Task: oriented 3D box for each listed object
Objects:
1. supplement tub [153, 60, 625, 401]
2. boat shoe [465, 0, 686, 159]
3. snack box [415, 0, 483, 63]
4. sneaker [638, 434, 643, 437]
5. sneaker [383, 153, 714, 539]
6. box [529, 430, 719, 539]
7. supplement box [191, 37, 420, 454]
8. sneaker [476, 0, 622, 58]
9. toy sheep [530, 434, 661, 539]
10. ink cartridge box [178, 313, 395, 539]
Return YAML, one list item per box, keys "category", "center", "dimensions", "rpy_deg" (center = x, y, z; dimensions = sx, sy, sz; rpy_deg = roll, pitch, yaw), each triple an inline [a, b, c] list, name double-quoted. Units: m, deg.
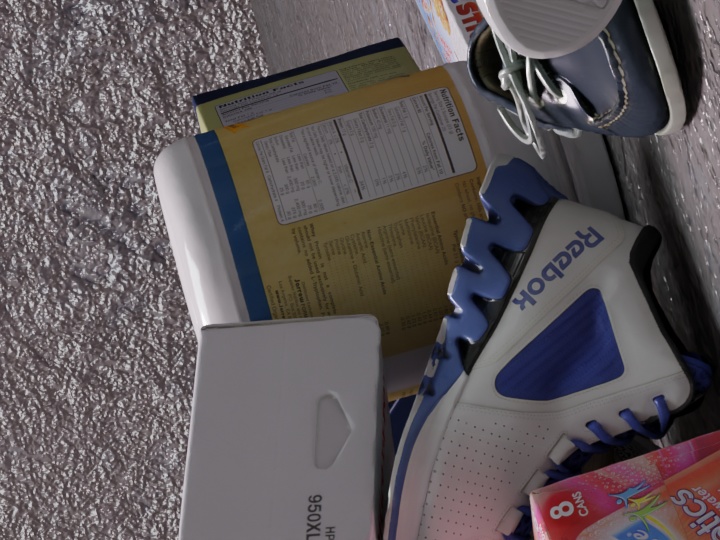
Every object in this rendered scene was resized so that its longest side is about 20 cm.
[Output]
- category: "supplement tub"
  center: [0.015, -0.014, 1.346]
  dimensions: [0.145, 0.199, 0.146]
  rpy_deg: [164, 90, -85]
- category: "boat shoe"
  center: [0.081, -0.087, 1.149]
  dimensions: [0.200, 0.061, 0.075]
  rpy_deg: [-129, 26, -78]
- category: "snack box"
  center: [0.054, -0.134, 1.567]
  dimensions: [0.201, 0.024, 0.072]
  rpy_deg: [-111, 6, -49]
- category: "sneaker"
  center: [0.095, 0.105, 1.437]
  dimensions: [0.079, 0.095, 0.201]
  rpy_deg: [-166, 60, -86]
- category: "sneaker"
  center: [0.083, 0.060, 1.191]
  dimensions: [0.081, 0.114, 0.201]
  rpy_deg: [26, -101, -78]
- category: "box"
  center: [0.134, 0.172, 1.189]
  dimensions: [0.201, 0.094, 0.103]
  rpy_deg: [79, 173, -50]
- category: "supplement box"
  center: [0.000, 0.000, 1.675]
  dimensions: [0.200, 0.133, 0.201]
  rpy_deg: [-116, 12, -65]
- category: "sneaker"
  center: [0.055, -0.180, 1.063]
  dimensions: [0.118, 0.073, 0.202]
  rpy_deg: [-157, 61, -76]
- category: "toy sheep"
  center: [0.097, 0.138, 1.311]
  dimensions: [0.201, 0.137, 0.138]
  rpy_deg: [95, 162, -48]
- category: "ink cartridge box"
  center: [-0.023, 0.139, 1.265]
  dimensions: [0.145, 0.084, 0.201]
  rpy_deg: [-89, -7, -48]
